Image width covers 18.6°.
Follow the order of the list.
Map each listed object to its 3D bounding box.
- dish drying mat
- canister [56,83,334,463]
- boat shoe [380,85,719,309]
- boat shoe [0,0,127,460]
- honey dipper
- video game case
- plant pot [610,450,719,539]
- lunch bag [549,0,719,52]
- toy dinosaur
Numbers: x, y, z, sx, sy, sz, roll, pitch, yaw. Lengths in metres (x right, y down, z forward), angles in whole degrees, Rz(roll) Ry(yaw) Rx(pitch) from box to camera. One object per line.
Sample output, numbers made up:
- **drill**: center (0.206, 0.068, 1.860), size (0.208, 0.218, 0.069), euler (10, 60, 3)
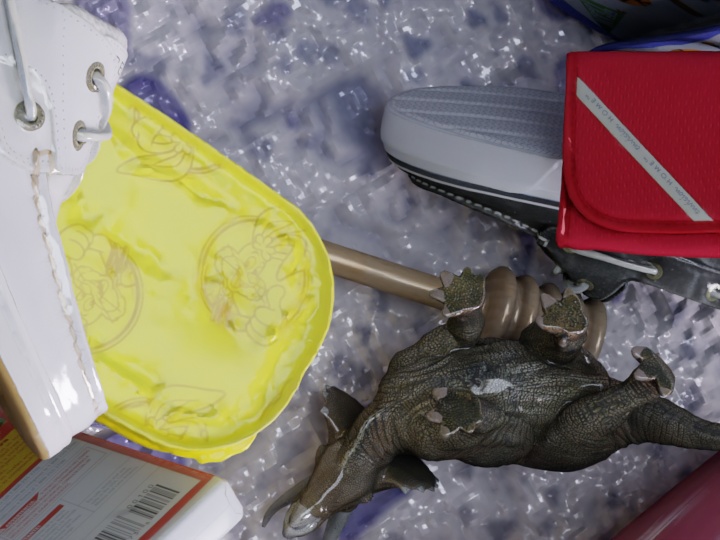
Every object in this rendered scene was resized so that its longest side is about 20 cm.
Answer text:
- **dish drying mat**: center (0.170, -0.041, 0.779), size (0.200, 0.018, 0.077), euler (2, 78, 15)
- **canister**: center (-0.107, -0.004, 0.729), size (0.148, 0.200, 0.087), euler (33, 77, -15)
- **boat shoe**: center (0.101, -0.018, 0.854), size (0.200, 0.072, 0.071), euler (16, 117, 9)
- **boat shoe**: center (-0.094, -0.051, 0.591), size (0.069, 0.071, 0.200), euler (-17, 91, -17)
- **honey dipper**: center (0.000, 0.000, 0.853), size (0.200, 0.038, 0.038), euler (18, 82, -16)
- **video game case**: center (-0.148, 0.097, 0.702), size (0.143, 0.200, 0.017), euler (-43, 123, -28)
- **plant pot**: center (0.163, 0.151, 0.830), size (0.200, 0.200, 0.179), euler (49, 59, -11)
- **lunch bag**: center (0.129, -0.144, 0.833), size (0.200, 0.170, 0.124), euler (36, 80, -15)
- **toy dinosaur**: center (0.061, 0.049, 0.834), size (0.200, 0.102, 0.077), euler (-9, 70, -12)
